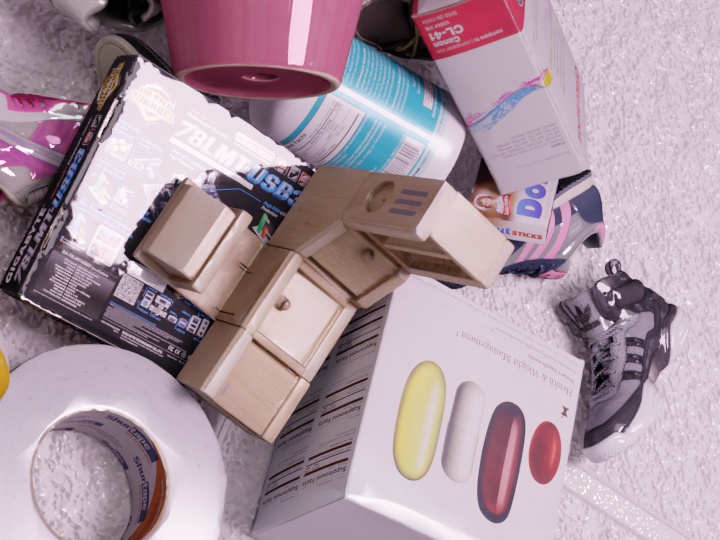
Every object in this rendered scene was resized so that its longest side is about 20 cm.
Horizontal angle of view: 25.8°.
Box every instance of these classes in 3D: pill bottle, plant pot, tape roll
[{"bbox_3d":[-0.017,-0.140,1.329,0.199,0.111,0.111,28,59,-22],"label":"pill bottle"},{"bbox_3d":[-0.074,-0.229,1.186,0.199,0.200,0.180,6,83,-31],"label":"plant pot"},{"bbox_3d":[-0.198,0.157,1.128,0.200,0.066,0.201,12,66,-28],"label":"tape roll"}]

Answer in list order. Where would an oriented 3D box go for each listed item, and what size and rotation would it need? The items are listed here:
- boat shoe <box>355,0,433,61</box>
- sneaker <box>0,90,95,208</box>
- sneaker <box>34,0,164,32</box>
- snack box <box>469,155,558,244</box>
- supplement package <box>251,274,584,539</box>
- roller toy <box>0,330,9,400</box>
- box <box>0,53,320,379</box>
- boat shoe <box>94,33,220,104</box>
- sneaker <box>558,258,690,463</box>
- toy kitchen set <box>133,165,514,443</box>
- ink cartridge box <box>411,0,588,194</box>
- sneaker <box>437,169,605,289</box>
[{"bbox_3d":[0.044,-0.219,1.387,0.060,0.072,0.200,44,24,21],"label":"boat shoe"},{"bbox_3d":[-0.254,-0.089,1.182,0.199,0.081,0.089,6,96,-41],"label":"sneaker"},{"bbox_3d":[-0.168,-0.226,1.265,0.200,0.075,0.081,-17,48,-43],"label":"sneaker"},{"bbox_3d":[0.146,-0.099,1.419,0.072,0.024,0.200,11,42,7],"label":"snack box"},{"bbox_3d":[0.048,0.138,1.244,0.191,0.147,0.201,27,59,-22],"label":"supplement package"},{"bbox_3d":[-0.324,0.050,1.009,0.182,0.200,0.140,44,54,-4],"label":"roller toy"},{"bbox_3d":[-0.140,-0.028,1.189,0.200,0.050,0.199,30,78,-31],"label":"box"},{"bbox_3d":[-0.134,-0.114,1.266,0.200,0.074,0.066,51,52,-7],"label":"boat shoe"},{"bbox_3d":[0.222,0.077,1.429,0.114,0.075,0.200,44,49,-11],"label":"sneaker"},{"bbox_3d":[-0.043,0.007,1.119,0.163,0.180,0.200,40,75,-30],"label":"toy kitchen set"},{"bbox_3d":[0.122,-0.189,1.342,0.148,0.085,0.200,-82,151,-49],"label":"ink cartridge box"},{"bbox_3d":[0.152,-0.017,1.422,0.200,0.070,0.082,-31,107,-29],"label":"sneaker"}]
